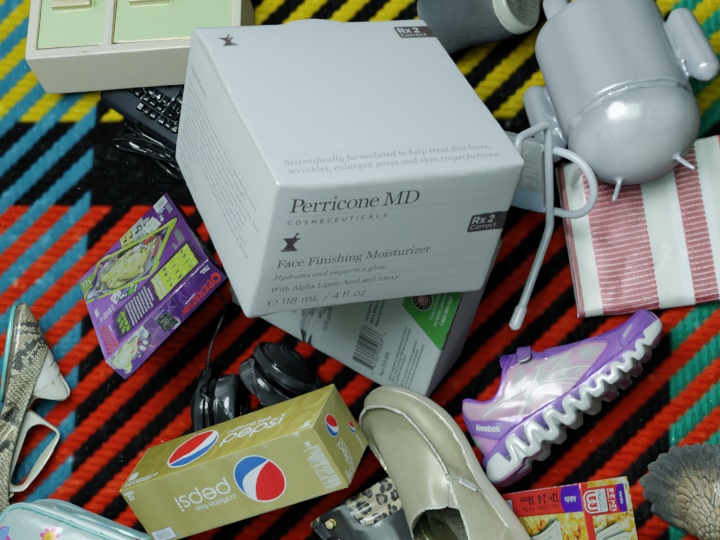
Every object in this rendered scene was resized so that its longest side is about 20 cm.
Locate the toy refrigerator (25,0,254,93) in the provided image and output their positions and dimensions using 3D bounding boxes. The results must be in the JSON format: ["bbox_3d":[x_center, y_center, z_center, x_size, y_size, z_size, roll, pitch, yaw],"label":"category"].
[{"bbox_3d":[-0.202,-0.219,1.253,0.200,0.070,0.076,-3,66,7],"label":"toy refrigerator"}]

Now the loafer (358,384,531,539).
[{"bbox_3d":[0.062,0.180,1.110,0.200,0.068,0.076,49,135,17],"label":"loafer"}]

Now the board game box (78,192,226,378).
[{"bbox_3d":[-0.186,0.008,1.178,0.120,0.200,0.032,-41,116,0],"label":"board game box"}]

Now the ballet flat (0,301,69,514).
[{"bbox_3d":[-0.310,0.132,1.242,0.075,0.068,0.200,17,90,-10],"label":"ballet flat"}]

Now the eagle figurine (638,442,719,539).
[{"bbox_3d":[0.315,0.237,1.079,0.200,0.152,0.151,19,105,7],"label":"eagle figurine"}]

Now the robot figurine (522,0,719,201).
[{"bbox_3d":[0.218,-0.157,1.147,0.169,0.113,0.200,-28,61,28],"label":"robot figurine"}]

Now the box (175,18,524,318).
[{"bbox_3d":[-0.016,-0.085,1.031,0.199,0.131,0.200,-6,44,-23],"label":"box"}]

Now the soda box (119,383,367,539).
[{"bbox_3d":[-0.098,0.164,1.136,0.200,0.068,0.064,-20,110,24],"label":"soda box"}]

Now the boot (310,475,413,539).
[{"bbox_3d":[0.003,0.276,1.152,0.200,0.073,0.151,-31,78,0],"label":"boot"}]

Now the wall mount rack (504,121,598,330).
[{"bbox_3d":[0.102,-0.053,1.166,0.200,0.075,0.174,18,125,37],"label":"wall mount rack"}]

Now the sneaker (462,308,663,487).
[{"bbox_3d":[0.166,0.092,1.153,0.200,0.080,0.089,-40,69,3],"label":"sneaker"}]

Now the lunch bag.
[{"bbox_3d":[-0.240,0.293,1.191,0.200,0.077,0.161,19,84,12],"label":"lunch bag"}]

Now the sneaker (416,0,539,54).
[{"bbox_3d":[0.106,-0.291,1.223,0.106,0.075,0.200,-15,56,40],"label":"sneaker"}]

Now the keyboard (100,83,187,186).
[{"bbox_3d":[-0.156,-0.132,1.261,0.200,0.040,0.104,32,87,14],"label":"keyboard"}]

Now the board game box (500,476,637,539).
[{"bbox_3d":[0.176,0.272,1.082,0.046,0.151,0.200,-5,79,-20],"label":"board game box"}]

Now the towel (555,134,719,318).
[{"bbox_3d":[0.279,-0.041,1.179,0.200,0.023,0.144,-9,80,9],"label":"towel"}]

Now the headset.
[{"bbox_3d":[-0.102,0.109,1.181,0.123,0.094,0.200,-29,91,12],"label":"headset"}]

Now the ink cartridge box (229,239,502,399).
[{"bbox_3d":[0.000,0.000,1.153,0.200,0.083,0.147,28,131,14],"label":"ink cartridge box"}]
